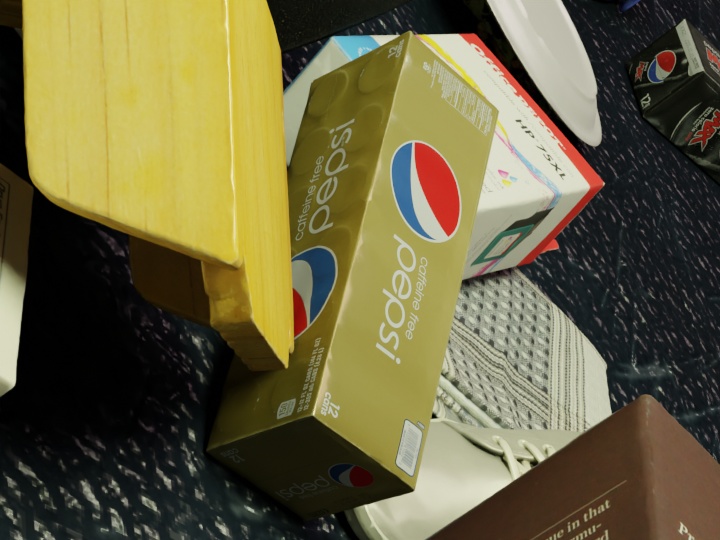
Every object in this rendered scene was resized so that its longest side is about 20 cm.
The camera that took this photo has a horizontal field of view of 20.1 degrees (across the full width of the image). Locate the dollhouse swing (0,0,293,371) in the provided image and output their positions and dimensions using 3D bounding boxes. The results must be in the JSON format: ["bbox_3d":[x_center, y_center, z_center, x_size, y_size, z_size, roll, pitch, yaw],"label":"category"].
[{"bbox_3d":[-0.120,-0.058,0.733,0.200,0.174,0.184,77,10,-80],"label":"dollhouse swing"}]

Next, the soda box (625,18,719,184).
[{"bbox_3d":[0.302,-0.114,1.652,0.199,0.063,0.071,34,31,-36],"label":"soda box"}]

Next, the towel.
[{"bbox_3d":[0.068,0.043,1.059,0.193,0.034,0.201,45,26,-20],"label":"towel"}]

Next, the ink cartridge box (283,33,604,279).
[{"bbox_3d":[0.048,-0.061,1.060,0.116,0.067,0.199,51,27,14],"label":"ink cartridge box"}]

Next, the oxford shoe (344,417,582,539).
[{"bbox_3d":[0.072,0.101,0.936,0.199,0.058,0.076,10,62,-41],"label":"oxford shoe"}]

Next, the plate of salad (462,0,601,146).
[{"bbox_3d":[0.106,-0.169,1.388,0.201,0.048,0.201,53,20,-28],"label":"plate of salad"}]

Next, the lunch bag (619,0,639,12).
[{"bbox_3d":[0.239,-0.301,1.648,0.199,0.169,0.125,5,56,-60],"label":"lunch bag"}]

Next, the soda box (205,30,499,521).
[{"bbox_3d":[0.000,0.000,0.872,0.064,0.067,0.201,38,50,-30],"label":"soda box"}]

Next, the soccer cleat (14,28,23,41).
[{"bbox_3d":[-0.121,-0.124,0.886,0.077,0.069,0.202,-16,78,-43],"label":"soccer cleat"}]

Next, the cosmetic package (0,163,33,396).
[{"bbox_3d":[-0.199,-0.031,0.623,0.200,0.073,0.104,40,27,-30],"label":"cosmetic package"}]

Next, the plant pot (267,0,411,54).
[{"bbox_3d":[-0.027,-0.231,0.961,0.176,0.201,0.201,-8,56,-19],"label":"plant pot"}]

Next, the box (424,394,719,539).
[{"bbox_3d":[0.100,0.195,0.762,0.166,0.164,0.201,43,26,-21],"label":"box"}]
